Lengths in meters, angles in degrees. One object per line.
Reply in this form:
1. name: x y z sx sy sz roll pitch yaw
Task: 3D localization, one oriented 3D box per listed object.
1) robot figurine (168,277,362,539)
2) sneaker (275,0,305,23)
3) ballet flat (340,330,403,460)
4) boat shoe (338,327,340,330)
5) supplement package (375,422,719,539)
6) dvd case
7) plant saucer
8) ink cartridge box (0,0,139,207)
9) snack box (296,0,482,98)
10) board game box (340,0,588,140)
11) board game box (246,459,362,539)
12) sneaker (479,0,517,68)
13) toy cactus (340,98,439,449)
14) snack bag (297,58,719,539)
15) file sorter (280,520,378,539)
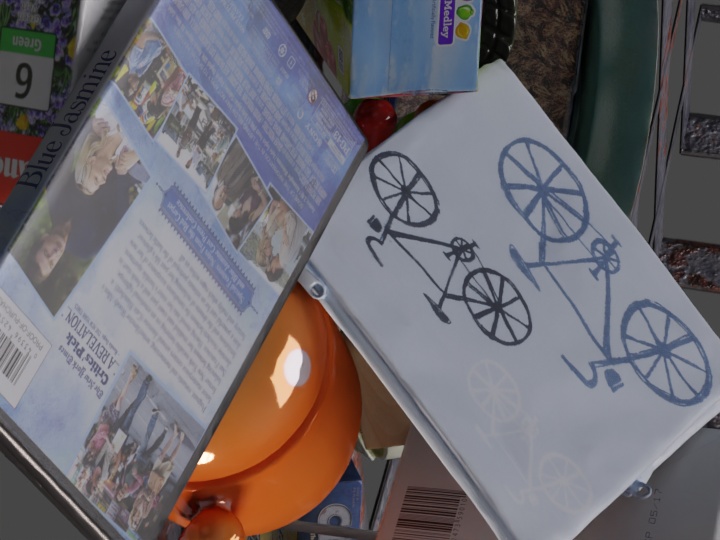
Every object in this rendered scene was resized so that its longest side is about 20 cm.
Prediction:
1. robot figurine: -0.061 0.047 1.136 0.144 0.116 0.200 -55 163 -11
2. sneaker: -0.047 -0.193 1.160 0.080 0.070 0.201 -72 165 -52
3. ballet flat: 0.019 0.070 1.355 0.200 0.069 0.070 -174 -87 -67
4. boat shoe: -0.041 0.012 1.361 0.072 0.059 0.201 -34 -143 60
5. supplement package: 0.088 0.188 1.213 0.152 0.149 0.201 -70 160 -46
6. dvd case: -0.073 -0.010 0.975 0.201 0.017 0.143 -62 141 -23
7. plant saucer: 0.119 -0.084 1.441 0.200 0.027 0.202 -173 -90 -80
8. ink cartridge box: -0.090 -0.056 0.998 0.109 0.050 0.202 0 100 -54
9. snack box: 0.002 -0.192 1.209 0.200 0.067 0.170 -122 -149 -60
10. board game box: 0.049 -0.084 1.486 0.200 0.096 0.161 -175 -87 -81
11. board game box: -0.034 0.174 1.434 0.136 0.034 0.201 -119 -150 -64
12. sneaker: 0.049 -0.193 1.323 0.089 0.076 0.201 -101 -159 -68
13. toy cactus: 0.000 0.000 1.247 0.200 0.101 0.166 156 -72 -76
14. snack bag: 0.065 0.019 1.138 0.021 0.189 0.200 -39 178 42
15. file sorter: -0.047 0.210 1.271 0.200 0.138 0.125 -51 146 -69
